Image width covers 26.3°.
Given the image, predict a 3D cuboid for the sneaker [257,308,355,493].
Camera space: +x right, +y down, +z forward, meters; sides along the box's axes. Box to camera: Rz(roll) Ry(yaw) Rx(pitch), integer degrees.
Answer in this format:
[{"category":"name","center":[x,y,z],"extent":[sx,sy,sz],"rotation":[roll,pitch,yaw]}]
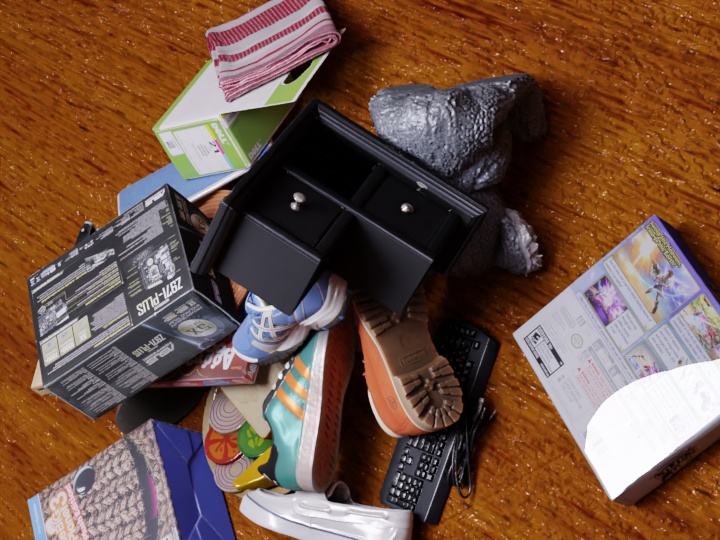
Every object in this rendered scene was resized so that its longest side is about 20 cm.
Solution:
[{"category":"sneaker","center":[-0.060,0.119,1.543],"extent":[0.080,0.071,0.200],"rotation":[5,79,26]}]

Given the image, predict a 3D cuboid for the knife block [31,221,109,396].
[{"category":"knife block","center":[-0.317,0.035,1.785],"extent":[0.064,0.200,0.176],"rotation":[-16,95,33]}]

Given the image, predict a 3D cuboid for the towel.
[{"category":"towel","center":[-0.102,-0.265,1.735],"extent":[0.144,0.023,0.200],"rotation":[-27,29,3]}]

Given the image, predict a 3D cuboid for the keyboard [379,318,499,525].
[{"category":"keyboard","center":[0.079,0.147,1.524],"extent":[0.104,0.040,0.200],"rotation":[15,85,40]}]

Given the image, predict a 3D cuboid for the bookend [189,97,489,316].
[{"category":"bookend","center":[-0.016,-0.031,1.402],"extent":[0.199,0.200,0.092],"rotation":[33,131,3]}]

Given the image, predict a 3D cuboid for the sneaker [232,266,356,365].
[{"category":"sneaker","center":[-0.081,0.033,1.510],"extent":[0.200,0.077,0.076],"rotation":[-38,35,50]}]

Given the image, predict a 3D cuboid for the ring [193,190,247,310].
[{"category":"ring","center":[-0.180,0.003,1.689],"extent":[0.200,0.019,0.201],"rotation":[-22,51,31]}]

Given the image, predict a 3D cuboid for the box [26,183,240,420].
[{"category":"box","center":[-0.244,0.033,1.636],"extent":[0.200,0.086,0.164],"rotation":[-33,46,13]}]

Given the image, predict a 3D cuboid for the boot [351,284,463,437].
[{"category":"boot","center":[0.024,0.071,1.516],"extent":[0.107,0.075,0.200],"rotation":[-37,70,62]}]

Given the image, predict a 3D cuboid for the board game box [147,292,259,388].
[{"category":"board game box","center":[-0.178,0.076,1.668],"extent":[0.200,0.019,0.103],"rotation":[-6,62,41]}]

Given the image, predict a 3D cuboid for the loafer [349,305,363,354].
[{"category":"loafer","center":[0.000,0.000,1.574],"extent":[0.063,0.072,0.200],"rotation":[34,137,29]}]

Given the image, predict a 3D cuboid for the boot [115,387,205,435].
[{"category":"boot","center":[-0.210,0.103,1.755],"extent":[0.200,0.074,0.075],"rotation":[-51,31,9]}]

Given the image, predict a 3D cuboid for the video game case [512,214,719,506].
[{"category":"video game case","center":[0.258,0.081,1.405],"extent":[0.181,0.045,0.200],"rotation":[-42,54,20]}]

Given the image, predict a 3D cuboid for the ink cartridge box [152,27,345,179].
[{"category":"ink cartridge box","center":[-0.110,-0.185,1.719],"extent":[0.200,0.076,0.148],"rotation":[-7,36,35]}]

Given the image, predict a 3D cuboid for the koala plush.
[{"category":"koala plush","center":[0.092,-0.083,1.523],"extent":[0.177,0.184,0.200],"rotation":[-3,101,15]}]

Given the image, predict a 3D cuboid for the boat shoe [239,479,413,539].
[{"category":"boat shoe","center":[-0.031,0.243,1.557],"extent":[0.200,0.074,0.065],"rotation":[12,89,28]}]

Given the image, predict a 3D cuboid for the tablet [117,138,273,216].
[{"category":"tablet","center":[-0.190,-0.108,1.765],"extent":[0.200,0.014,0.130],"rotation":[-28,28,4]}]

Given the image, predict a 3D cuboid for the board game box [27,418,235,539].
[{"category":"board game box","center":[-0.251,0.284,1.692],"extent":[0.200,0.097,0.160],"rotation":[-34,56,23]}]

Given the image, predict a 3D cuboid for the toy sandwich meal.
[{"category":"toy sandwich meal","center":[-0.106,0.146,1.646],"extent":[0.205,0.070,0.205],"rotation":[-13,67,34]}]
